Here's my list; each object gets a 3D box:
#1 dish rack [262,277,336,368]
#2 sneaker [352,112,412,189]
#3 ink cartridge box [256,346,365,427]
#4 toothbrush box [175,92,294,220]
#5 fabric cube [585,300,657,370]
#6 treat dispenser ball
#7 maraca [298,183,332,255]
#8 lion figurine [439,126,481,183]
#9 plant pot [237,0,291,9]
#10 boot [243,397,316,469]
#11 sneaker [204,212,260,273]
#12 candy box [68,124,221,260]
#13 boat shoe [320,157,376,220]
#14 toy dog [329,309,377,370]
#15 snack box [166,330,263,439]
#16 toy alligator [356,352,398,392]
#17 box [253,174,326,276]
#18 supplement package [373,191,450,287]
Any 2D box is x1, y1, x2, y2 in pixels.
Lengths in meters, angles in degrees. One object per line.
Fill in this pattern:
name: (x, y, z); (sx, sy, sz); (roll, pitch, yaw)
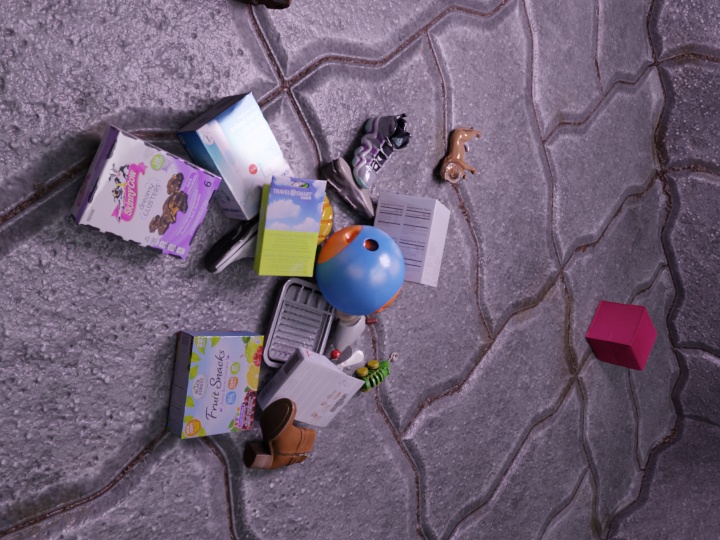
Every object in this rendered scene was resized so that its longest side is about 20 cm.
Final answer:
dish rack: (-0.143, 0.126, 1.347); (0.171, 0.043, 0.202); (22, 81, -45)
sneaker: (0.062, -0.290, 1.389); (0.078, 0.139, 0.202); (34, 61, -44)
ink cartridge box: (-0.110, 0.268, 1.345); (0.199, 0.050, 0.162); (28, 107, -43)
toothbrush box: (-0.240, -0.222, 1.165); (0.146, 0.085, 0.201); (-45, 126, -29)
fabric cube: (1.097, 0.271, 2.492); (0.199, 0.199, 0.197); (47, 65, -36)
treat dispenser ball: (0.000, 0.000, 1.320); (0.200, 0.200, 0.203); (-9, 103, -43)
maraca: (-0.113, -0.099, 1.300); (0.137, 0.106, 0.201); (-57, 152, -42)
lion figurine: (0.277, -0.335, 1.680); (0.122, 0.072, 0.202); (16, 71, -37)
plant pot: (-0.183, -0.609, 1.095); (0.199, 0.200, 0.200); (3, 102, -45)
boot: (-0.153, 0.366, 1.318); (0.155, 0.077, 0.201); (13, 111, -42)
sneaker: (-0.222, -0.036, 1.219); (0.201, 0.075, 0.116); (-49, 125, -31)
candy box: (-0.372, -0.131, 1.034); (0.199, 0.071, 0.169); (23, 95, -44)
boat shoe: (-0.024, -0.187, 1.414); (0.200, 0.057, 0.067); (51, 26, -41)
toy dog: (-0.018, 0.174, 1.408); (0.132, 0.096, 0.202); (-8, 106, -74)
snack box: (-0.292, 0.225, 1.199); (0.168, 0.067, 0.202); (7, 91, -45)
toy alligator: (0.050, 0.267, 1.553); (0.199, 0.054, 0.060); (-26, 115, -39)
box: (-0.142, -0.089, 1.183); (0.121, 0.048, 0.202); (1, 108, -29)
supplement package: (0.120, -0.074, 1.469); (0.152, 0.150, 0.202); (13, 87, -68)
